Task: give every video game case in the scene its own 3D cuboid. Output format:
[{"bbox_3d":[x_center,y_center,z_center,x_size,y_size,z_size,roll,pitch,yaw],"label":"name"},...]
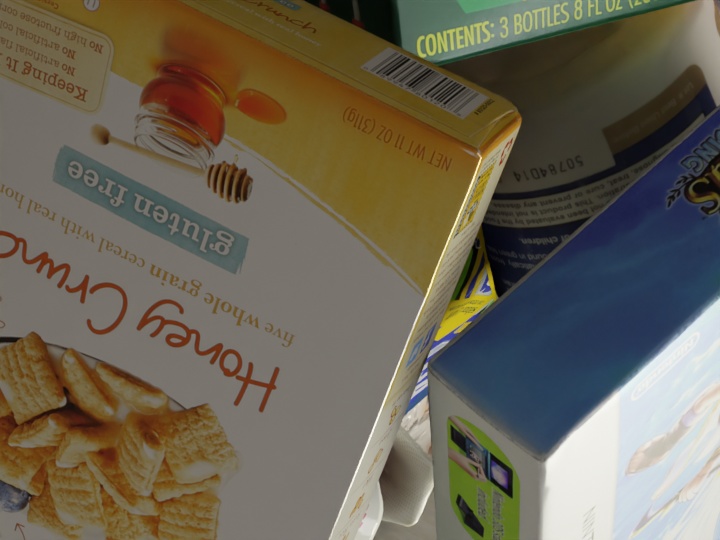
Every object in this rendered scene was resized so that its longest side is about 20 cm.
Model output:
[{"bbox_3d":[0.105,0.025,0.636,0.200,0.045,0.182,-40,154,-20],"label":"video game case"}]

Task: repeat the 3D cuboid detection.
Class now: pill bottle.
[{"bbox_3d":[0.102,-0.008,0.774,0.111,0.111,0.200,-43,124,-23],"label":"pill bottle"}]

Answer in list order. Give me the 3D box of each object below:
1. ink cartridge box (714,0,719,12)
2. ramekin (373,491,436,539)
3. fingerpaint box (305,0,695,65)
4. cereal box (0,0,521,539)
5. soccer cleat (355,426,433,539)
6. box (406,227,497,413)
[{"bbox_3d":[0.111,-0.038,0.913,0.145,0.084,0.201,-18,136,-52],"label":"ink cartridge box"},{"bbox_3d":[0.039,0.197,1.041,0.200,0.105,0.201,-41,150,-29],"label":"ramekin"},{"bbox_3d":[0.077,-0.160,0.586,0.199,0.073,0.168,-15,114,-20],"label":"fingerpaint box"},{"bbox_3d":[-0.059,0.018,0.554,0.040,0.143,0.201,-43,157,-60],"label":"cereal box"},{"bbox_3d":[-0.041,0.071,0.779,0.200,0.086,0.070,-6,126,-57],"label":"soccer cleat"},{"bbox_3d":[0.000,0.000,0.719,0.064,0.070,0.200,-42,168,-2],"label":"box"}]
